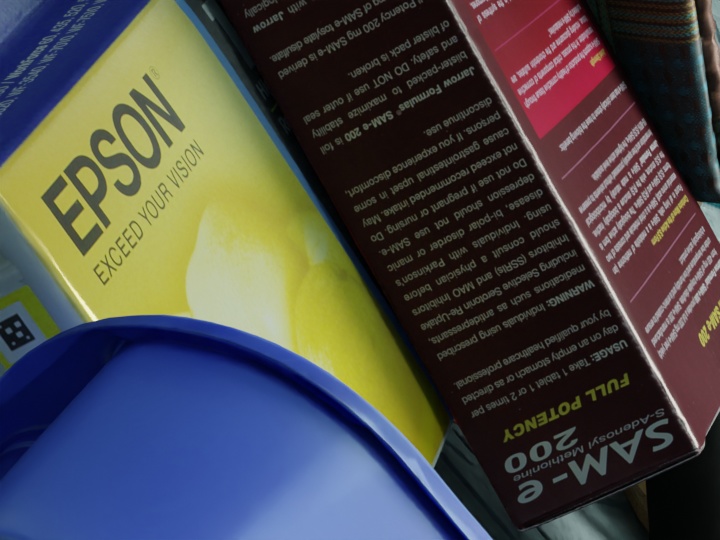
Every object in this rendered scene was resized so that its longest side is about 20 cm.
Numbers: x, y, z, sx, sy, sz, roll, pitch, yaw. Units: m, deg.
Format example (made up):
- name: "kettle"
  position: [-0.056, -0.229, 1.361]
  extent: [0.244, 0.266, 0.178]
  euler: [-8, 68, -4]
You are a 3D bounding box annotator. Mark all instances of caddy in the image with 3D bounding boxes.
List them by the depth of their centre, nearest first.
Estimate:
- name: "caddy"
  position: [-0.018, 0.104, 0.585]
  extent: [0.200, 0.141, 0.105]
  euler: [49, 41, -1]

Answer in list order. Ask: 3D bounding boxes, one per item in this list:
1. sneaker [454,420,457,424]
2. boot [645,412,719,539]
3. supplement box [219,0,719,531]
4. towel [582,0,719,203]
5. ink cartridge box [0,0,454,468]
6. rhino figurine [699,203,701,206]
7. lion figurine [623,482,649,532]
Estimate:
- name: "sneaker"
  position: [0.000, 0.000, 0.911]
  extent: [0.200, 0.077, 0.082]
  euler: [38, -4, -13]
- name: "boot"
  position: [0.106, 0.085, 0.849]
  extent: [0.198, 0.073, 0.163]
  euler: [18, 71, -59]
- name: "supplement box"
  position: [0.032, -0.041, 0.762]
  extent: [0.200, 0.061, 0.109]
  euler: [60, 23, -5]
- name: "towel"
  position: [0.029, -0.099, 0.852]
  extent: [0.022, 0.200, 0.147]
  euler: [-29, 117, -36]
- name: "ink cartridge box"
  position: [-0.047, -0.019, 0.705]
  extent: [0.200, 0.047, 0.198]
  euler: [58, 27, -16]
- name: "rhino figurine"
  position: [0.069, -0.080, 1.096]
  extent: [0.060, 0.087, 0.200]
  euler: [13, 43, -54]
- name: "lion figurine"
  position: [0.137, 0.069, 1.035]
  extent: [0.200, 0.072, 0.123]
  euler: [-29, 86, -52]
